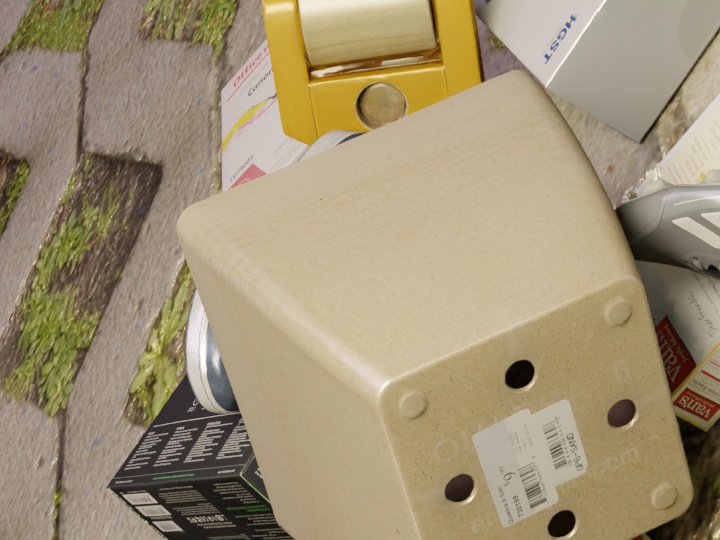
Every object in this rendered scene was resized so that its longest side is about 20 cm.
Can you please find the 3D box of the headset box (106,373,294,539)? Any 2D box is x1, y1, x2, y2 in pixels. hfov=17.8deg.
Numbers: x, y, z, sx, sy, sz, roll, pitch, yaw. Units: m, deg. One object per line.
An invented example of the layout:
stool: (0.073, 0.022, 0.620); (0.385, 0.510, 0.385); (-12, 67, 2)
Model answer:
headset box: (-0.031, 0.077, 1.387); (0.174, 0.093, 0.200); (-14, 38, 56)

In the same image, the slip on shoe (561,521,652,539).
slip on shoe: (0.071, 0.186, 1.184); (0.200, 0.061, 0.074); (-42, 35, 38)

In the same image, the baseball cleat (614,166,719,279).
baseball cleat: (0.198, 0.002, 1.069); (0.200, 0.070, 0.107); (-7, 76, 42)

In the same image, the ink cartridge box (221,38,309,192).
ink cartridge box: (-0.044, -0.114, 1.663); (0.116, 0.067, 0.200); (-45, 31, 31)

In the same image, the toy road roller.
toy road roller: (0.017, -0.116, 1.435); (0.122, 0.201, 0.146); (-7, 23, 6)

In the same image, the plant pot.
plant pot: (0.054, 0.050, 1.116); (0.200, 0.200, 0.177); (-24, 29, -12)

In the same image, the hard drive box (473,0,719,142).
hard drive box: (0.149, -0.190, 1.385); (0.156, 0.077, 0.200); (-56, 27, 12)

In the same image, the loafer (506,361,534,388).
loafer: (0.075, 0.052, 1.297); (0.200, 0.076, 0.068); (-51, 25, 0)

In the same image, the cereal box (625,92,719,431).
cereal box: (0.205, -0.035, 1.175); (0.200, 0.039, 0.144); (-51, 31, 22)

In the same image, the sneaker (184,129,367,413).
sneaker: (0.000, -0.002, 1.269); (0.146, 0.077, 0.203); (5, 51, 41)
